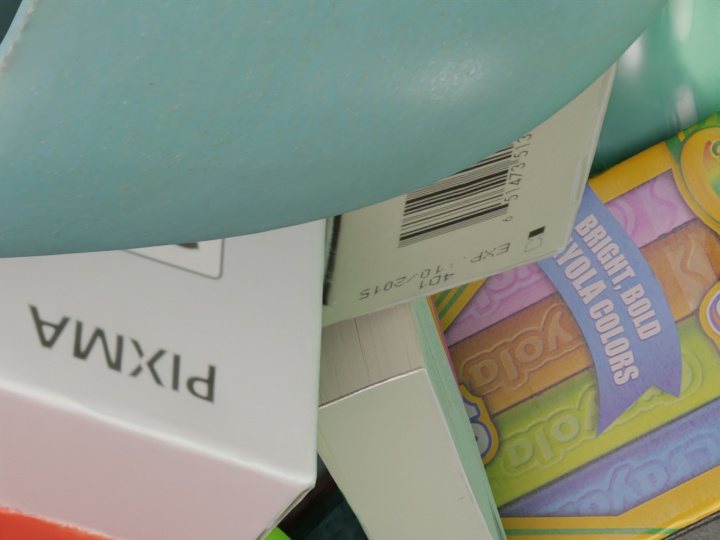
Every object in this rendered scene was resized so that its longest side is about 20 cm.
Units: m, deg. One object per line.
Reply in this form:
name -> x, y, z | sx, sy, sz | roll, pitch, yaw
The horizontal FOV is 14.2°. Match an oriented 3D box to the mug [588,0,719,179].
mug -> 0.091, -0.095, 0.957 | 0.152, 0.114, 0.186 | -35, 125, -51

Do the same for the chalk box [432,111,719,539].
chalk box -> 0.117, 0.037, 0.894 | 0.124, 0.200, 0.124 | 50, 15, -58

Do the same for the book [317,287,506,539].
book -> 0.000, 0.000, 0.784 | 0.134, 0.048, 0.200 | 66, 5, -46

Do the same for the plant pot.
plant pot -> -0.030, -0.095, 0.506 | 0.161, 0.200, 0.201 | 4, 92, -39

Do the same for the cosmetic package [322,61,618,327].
cosmetic package -> -0.015, -0.099, 0.687 | 0.071, 0.200, 0.105 | -17, 149, -16

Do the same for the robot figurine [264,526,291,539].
robot figurine -> -0.069, 0.093, 0.681 | 0.200, 0.116, 0.176 | 43, 83, -17

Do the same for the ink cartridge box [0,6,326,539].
ink cartridge box -> -0.104, 0.019, 0.530 | 0.199, 0.044, 0.174 | 18, 48, -20
